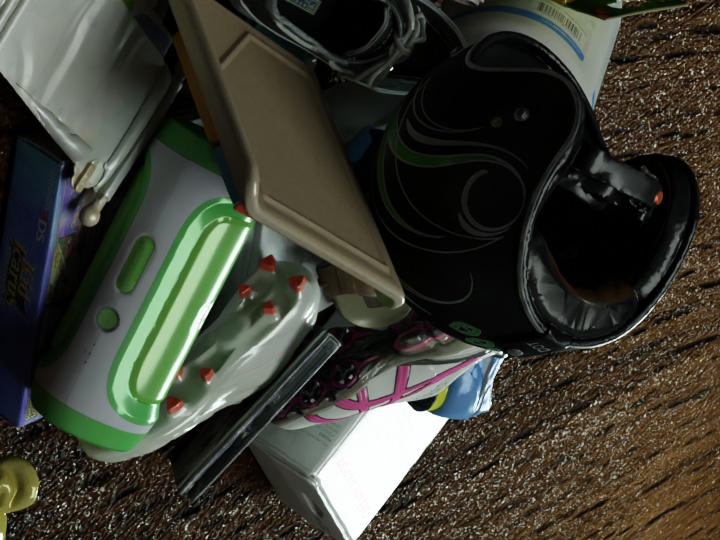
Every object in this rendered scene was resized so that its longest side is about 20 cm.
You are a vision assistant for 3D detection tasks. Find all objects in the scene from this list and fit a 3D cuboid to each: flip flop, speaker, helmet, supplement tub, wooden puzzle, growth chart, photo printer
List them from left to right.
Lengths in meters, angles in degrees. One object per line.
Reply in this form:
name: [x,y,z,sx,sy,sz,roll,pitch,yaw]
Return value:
growth chart: [-0.159,-0.138,1.304,0.145,0.018,0.200,-56,143,-23]
speaker: [-0.130,0.009,1.387,0.200,0.088,0.088,-63,154,7]
wooden puzzle: [-0.053,-0.078,1.351,0.037,0.185,0.200,-30,149,15]
photo printer: [-0.040,-0.043,1.606,0.200,0.069,0.167,-30,141,-46]
flip flop: [0.000,0.000,1.546,0.200,0.081,0.058,76,13,-61]
helmet: [0.099,-0.049,1.432,0.200,0.191,0.201,-14,114,-34]
supplement tub: [0.115,-0.160,1.614,0.200,0.132,0.132,-65,170,-57]

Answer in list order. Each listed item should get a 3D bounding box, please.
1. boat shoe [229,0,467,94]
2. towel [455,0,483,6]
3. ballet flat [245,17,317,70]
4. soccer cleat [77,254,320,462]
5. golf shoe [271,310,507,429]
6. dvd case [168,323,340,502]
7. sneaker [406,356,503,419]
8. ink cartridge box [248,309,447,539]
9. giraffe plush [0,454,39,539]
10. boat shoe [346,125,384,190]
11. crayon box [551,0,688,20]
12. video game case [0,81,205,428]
boat shoe: [0.006,-0.156,1.433,0.199,0.068,0.074,27,98,-43]
towel: [0.037,-0.289,1.420,0.191,0.032,0.200,14,89,-46]
ballet flat: [-0.028,-0.210,1.480,0.200,0.072,0.072,-60,154,6]
soccer cleat: [-0.102,0.071,1.497,0.200,0.069,0.078,-39,147,-20]
golf shoe: [0.020,0.078,1.674,0.200,0.073,0.092,-26,133,19]
dvd case: [-0.080,0.094,1.595,0.149,0.016,0.200,-47,-172,-3]
sneaker: [0.090,0.019,1.740,0.078,0.066,0.201,4,101,-30]
ink cartridge box: [0.006,0.106,1.824,0.200,0.085,0.146,-53,152,-17]
giraffe plush: [-0.270,0.197,1.386,0.172,0.200,0.163,-18,103,-49]
boat shoe: [0.043,-0.038,1.600,0.084,0.069,0.200,-62,154,2]
crayon box: [0.126,-0.237,1.548,0.127,0.200,0.051,-19,132,-53]
video game case: [-0.160,-0.016,1.452,0.181,0.045,0.200,-26,138,-49]
